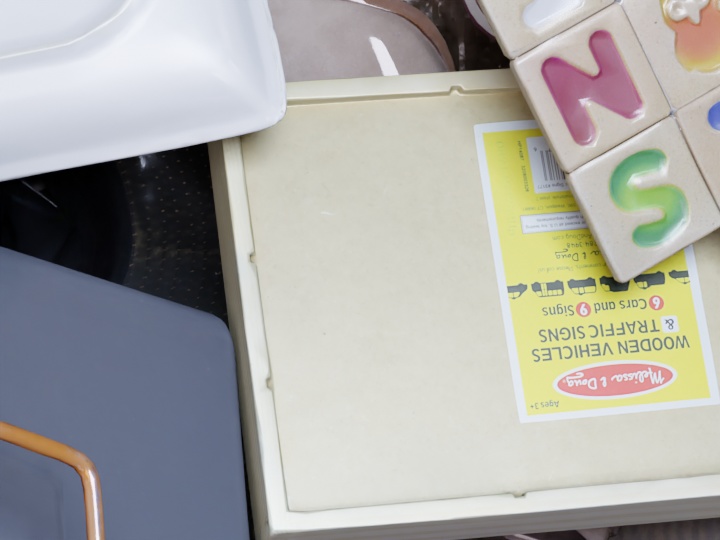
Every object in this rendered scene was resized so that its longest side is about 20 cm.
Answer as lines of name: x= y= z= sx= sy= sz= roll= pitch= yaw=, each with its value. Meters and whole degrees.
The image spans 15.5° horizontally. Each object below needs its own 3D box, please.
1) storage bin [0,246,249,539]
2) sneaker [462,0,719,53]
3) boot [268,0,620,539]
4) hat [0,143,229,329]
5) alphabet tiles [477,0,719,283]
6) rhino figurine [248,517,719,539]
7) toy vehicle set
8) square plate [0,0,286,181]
storage bin: x=-0.092 y=0.082 z=0.653 sx=0.145 sy=0.134 sz=0.202 roll=-25 pitch=63 yaw=42
sneaker: x=0.123 y=-0.109 z=0.747 sx=0.198 sy=0.090 sz=0.076 roll=-12 pitch=96 yaw=-12
boot: x=0.000 y=0.000 z=0.762 sx=0.198 sy=0.070 sz=0.147 roll=11 pitch=71 yaw=3
hat: x=-0.129 y=-0.004 z=0.796 sx=0.201 sy=0.200 sz=0.081 roll=50 pitch=147 yaw=2
alphabet tiles: x=0.109 y=-0.095 z=0.694 sx=0.166 sy=0.006 sz=0.201 roll=-29 pitch=102 yaw=-8
rhino figurine: x=0.060 y=0.096 z=0.793 sx=0.198 sy=0.060 sz=0.088 roll=10 pitch=98 yaw=14
toy vehicle set: x=0.063 y=0.006 z=0.720 sx=0.198 sy=0.027 sz=0.125 roll=-4 pitch=72 yaw=-10
square plate: x=-0.134 y=-0.113 z=0.706 sx=0.198 sy=0.028 sz=0.200 roll=-12 pitch=71 yaw=-2
